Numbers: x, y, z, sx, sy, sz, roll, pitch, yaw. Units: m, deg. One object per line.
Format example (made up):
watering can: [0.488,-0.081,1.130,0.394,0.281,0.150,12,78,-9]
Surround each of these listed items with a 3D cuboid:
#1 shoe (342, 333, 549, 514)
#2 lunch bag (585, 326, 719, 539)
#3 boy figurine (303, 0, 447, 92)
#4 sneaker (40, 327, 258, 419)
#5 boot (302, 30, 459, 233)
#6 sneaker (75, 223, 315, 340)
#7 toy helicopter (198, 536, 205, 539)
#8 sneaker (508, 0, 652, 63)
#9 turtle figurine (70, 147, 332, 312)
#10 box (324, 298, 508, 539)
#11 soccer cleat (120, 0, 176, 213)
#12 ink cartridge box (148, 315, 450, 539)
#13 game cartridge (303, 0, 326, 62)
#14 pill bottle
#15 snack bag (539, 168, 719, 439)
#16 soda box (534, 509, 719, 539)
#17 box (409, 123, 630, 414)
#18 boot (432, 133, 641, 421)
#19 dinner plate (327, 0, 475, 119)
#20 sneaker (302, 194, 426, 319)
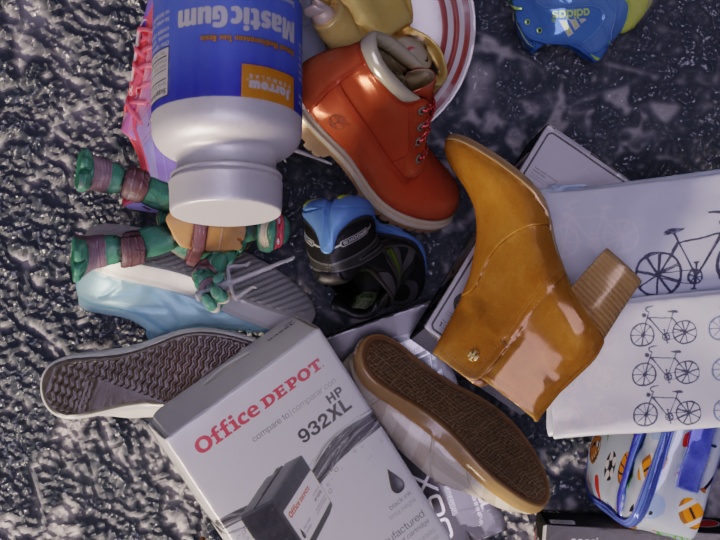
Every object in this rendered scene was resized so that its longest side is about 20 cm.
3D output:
shoe: [0.066,0.127,1.236,0.199,0.070,0.053,40,133,-6]
lunch bag: [0.246,0.106,1.229,0.075,0.160,0.203,15,92,-6]
boy figurine: [0.001,-0.216,1.218,0.124,0.064,0.202,-43,112,-42]
sneaker: [-0.153,0.083,1.259,0.197,0.085,0.074,-1,88,5]
boot: [0.033,-0.106,1.214,0.107,0.076,0.200,-28,132,27]
sneaker: [-0.138,0.025,1.277,0.198,0.074,0.083,19,122,-6]
toy helicopter: [-0.099,0.240,1.287,0.131,0.079,0.203,-12,82,9]
sneaker: [0.137,-0.240,1.255,0.199,0.076,0.106,31,93,-3]
turtle figurine: [-0.123,-0.038,1.205,0.197,0.101,0.152,2,75,-14]
box: [0.017,0.144,1.283,0.156,0.050,0.202,-19,92,0]
soccer cleat: [-0.163,-0.146,1.258,0.075,0.067,0.203,-6,98,-15]
ink cartridge box: [-0.047,0.160,1.187,0.144,0.084,0.201,-34,103,-11]
game cartridge: [-0.090,-0.218,1.228,0.132,0.040,0.203,0,89,-19]
pill bottle: [-0.097,-0.139,1.129,0.110,0.112,0.203,-1,78,-1]
snack bag: [0.224,0.021,1.163,0.186,0.021,0.203,-6,77,25]
soda box: [0.244,0.241,1.285,0.197,0.063,0.072,3,93,0]
box: [0.141,0.000,1.247,0.116,0.060,0.201,32,75,-2]
boot: [0.098,0.004,1.173,0.201,0.071,0.144,42,89,20]
dinner plate: [-0.004,-0.201,1.281,0.197,0.024,0.203,0,92,0]
sneaker: [0.000,0.000,1.210,0.070,0.199,0.084,-1,78,18]
